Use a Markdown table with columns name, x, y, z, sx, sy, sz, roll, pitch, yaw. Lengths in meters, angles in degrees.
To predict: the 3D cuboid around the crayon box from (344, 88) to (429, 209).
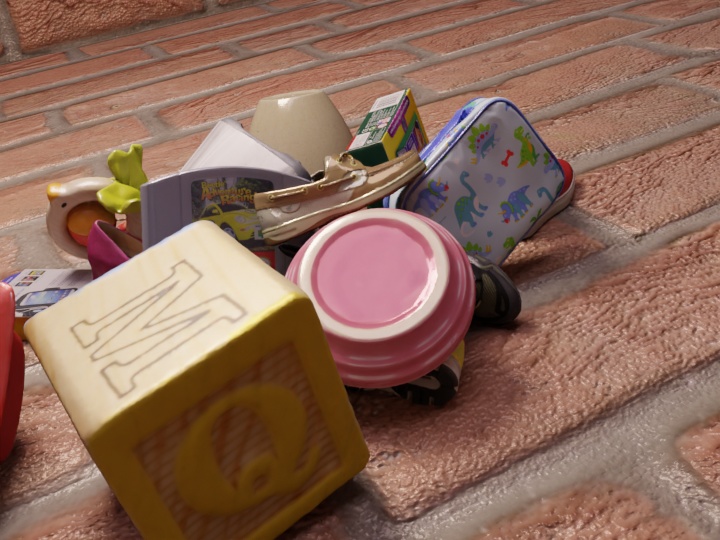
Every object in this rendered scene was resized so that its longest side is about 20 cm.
| name | x | y | z | sx | sy | sz | roll | pitch | yaw |
| --- | --- | --- | --- | --- | --- | --- | --- | --- | --- |
| crayon box | 0.054 | -0.123 | 1.083 | 0.057 | 0.175 | 0.201 | -13 | 26 | 21 |

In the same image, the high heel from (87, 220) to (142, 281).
| name | x | y | z | sx | sy | sz | roll | pitch | yaw |
| --- | --- | --- | --- | --- | --- | --- | --- | --- | --- |
| high heel | -0.238 | -0.003 | 1.004 | 0.196 | 0.097 | 0.068 | 12 | 32 | 2 |

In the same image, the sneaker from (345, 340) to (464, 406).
| name | x | y | z | sx | sy | sz | roll | pitch | yaw |
| --- | --- | --- | --- | --- | --- | --- | --- | --- | --- |
| sneaker | 0.020 | 0.077 | 0.853 | 0.197 | 0.079 | 0.090 | 17 | 36 | 19 |

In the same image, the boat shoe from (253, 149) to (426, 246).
| name | x | y | z | sx | sy | sz | roll | pitch | yaw |
| --- | --- | --- | --- | --- | --- | --- | --- | --- | --- |
| boat shoe | -0.024 | -0.094 | 0.890 | 0.197 | 0.067 | 0.074 | -25 | 6 | -6 |

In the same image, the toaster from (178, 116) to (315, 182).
| name | x | y | z | sx | sy | sz | roll | pitch | yaw |
| --- | --- | --- | --- | --- | --- | --- | --- | --- | --- |
| toaster | -0.141 | -0.088 | 1.014 | 0.199 | 0.114 | 0.130 | 35 | 75 | 26 |

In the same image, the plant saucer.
| name | x | y | z | sx | sy | sz | roll | pitch | yaw |
| --- | --- | --- | --- | --- | --- | --- | --- | --- | --- |
| plant saucer | 0.015 | 0.014 | 0.802 | 0.196 | 0.051 | 0.204 | -5 | 55 | 6 |

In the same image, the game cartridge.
| name | x | y | z | sx | sy | sz | roll | pitch | yaw |
| --- | --- | --- | --- | --- | --- | --- | --- | --- | --- |
| game cartridge | -0.146 | -0.049 | 0.916 | 0.196 | 0.136 | 0.041 | -4 | 1 | -20 |

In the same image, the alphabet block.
| name | x | y | z | sx | sy | sz | roll | pitch | yaw |
| --- | --- | --- | --- | --- | --- | --- | --- | --- | --- |
| alphabet block | -0.138 | 0.105 | 0.694 | 0.195 | 0.198 | 0.199 | -34 | 35 | -19 |

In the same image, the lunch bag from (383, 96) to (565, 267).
| name | x | y | z | sx | sy | sz | roll | pitch | yaw |
| --- | --- | --- | --- | --- | --- | --- | --- | --- | --- |
| lunch bag | 0.135 | -0.097 | 0.971 | 0.201 | 0.161 | 0.082 | -49 | 20 | -5 |

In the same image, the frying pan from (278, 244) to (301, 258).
| name | x | y | z | sx | sy | sz | roll | pitch | yaw |
| --- | --- | --- | --- | --- | --- | --- | --- | --- | --- |
| frying pan | 0.006 | -0.008 | 0.946 | 0.188 | 0.031 | 0.115 | 35 | 33 | -3 |

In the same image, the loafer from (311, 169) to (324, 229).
| name | x | y | z | sx | sy | sz | roll | pitch | yaw |
| --- | --- | --- | --- | --- | --- | --- | --- | --- | --- |
| loafer | -0.056 | -0.098 | 1.121 | 0.076 | 0.069 | 0.199 | -41 | 14 | -34 |

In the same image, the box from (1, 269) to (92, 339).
| name | x | y | z | sx | sy | sz | roll | pitch | yaw |
| --- | --- | --- | --- | --- | --- | --- | --- | --- | --- |
| box | -0.403 | 0.043 | 1.062 | 0.196 | 0.042 | 0.120 | -1 | 30 | 18 |

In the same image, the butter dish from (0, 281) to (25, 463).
| name | x | y | z | sx | sy | sz | roll | pitch | yaw |
| --- | --- | --- | --- | --- | --- | --- | --- | --- | --- |
| butter dish | -0.415 | 0.127 | 0.819 | 0.195 | 0.148 | 0.204 | -3 | 71 | 10 |

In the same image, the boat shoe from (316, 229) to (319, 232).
| name | x | y | z | sx | sy | sz | roll | pitch | yaw |
| --- | --- | --- | --- | --- | --- | --- | --- | --- | --- |
| boat shoe | -0.151 | -0.037 | 1.097 | 0.196 | 0.075 | 0.066 | -11 | 33 | -7 |

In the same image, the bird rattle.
| name | x | y | z | sx | sy | sz | roll | pitch | yaw |
| --- | --- | --- | --- | --- | --- | --- | --- | --- | --- |
| bird rattle | -0.328 | -0.067 | 1.073 | 0.159 | 0.202 | 0.114 | -2 | 54 | -12 |

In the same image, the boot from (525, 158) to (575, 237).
| name | x | y | z | sx | sy | sz | roll | pitch | yaw |
| --- | --- | --- | --- | --- | --- | --- | --- | --- | --- |
| boot | 0.242 | -0.150 | 1.118 | 0.071 | 0.147 | 0.200 | 9 | 32 | 32 |

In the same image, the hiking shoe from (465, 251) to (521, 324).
| name | x | y | z | sx | sy | sz | roll | pitch | yaw |
| --- | --- | --- | --- | --- | --- | --- | --- | --- | --- |
| hiking shoe | 0.081 | 0.021 | 0.892 | 0.197 | 0.076 | 0.101 | 24 | 41 | 1 |

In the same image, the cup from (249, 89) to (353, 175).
| name | x | y | z | sx | sy | sz | roll | pitch | yaw |
| --- | --- | --- | --- | --- | --- | --- | --- | --- | --- |
| cup | -0.097 | -0.200 | 1.263 | 0.196 | 0.146 | 0.201 | -9 | 17 | 3 |
